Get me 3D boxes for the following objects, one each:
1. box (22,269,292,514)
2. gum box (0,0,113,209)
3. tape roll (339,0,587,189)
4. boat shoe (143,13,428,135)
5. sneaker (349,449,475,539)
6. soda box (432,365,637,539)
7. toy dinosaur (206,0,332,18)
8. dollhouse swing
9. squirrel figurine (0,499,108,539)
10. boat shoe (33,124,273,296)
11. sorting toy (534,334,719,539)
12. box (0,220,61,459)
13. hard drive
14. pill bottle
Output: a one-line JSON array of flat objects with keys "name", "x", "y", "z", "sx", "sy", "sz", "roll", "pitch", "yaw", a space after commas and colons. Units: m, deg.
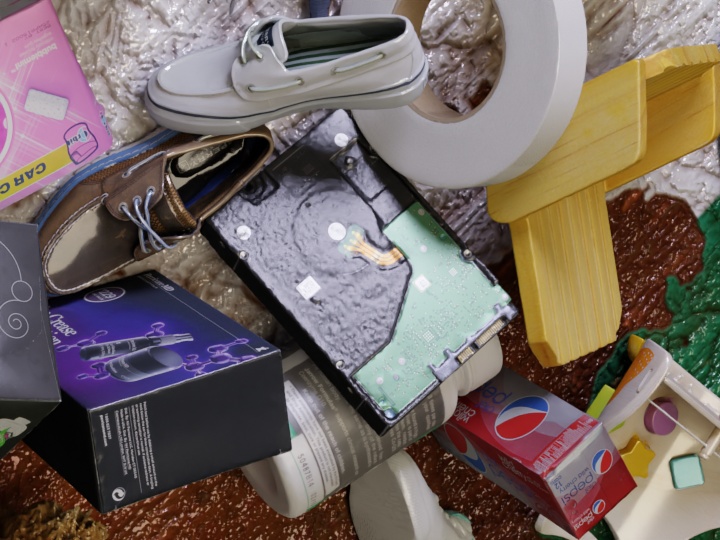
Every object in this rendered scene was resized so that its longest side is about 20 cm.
[{"name": "box", "x": -0.154, "y": 0.076, "z": 1.428, "sx": 0.140, "sy": 0.200, "sz": 0.080, "roll": -14, "pitch": 112, "yaw": -27}, {"name": "gum box", "x": -0.267, "y": -0.094, "z": 1.386, "sx": 0.199, "sy": 0.066, "sz": 0.114, "roll": -31, "pitch": 118, "yaw": -20}, {"name": "tape roll", "x": 0.068, "y": -0.158, "z": 1.490, "sx": 0.037, "sy": 0.202, "sz": 0.205, "roll": -9, "pitch": 111, "yaw": -48}, {"name": "boat shoe", "x": -0.054, "y": -0.146, "z": 1.453, "sx": 0.198, "sy": 0.074, "sz": 0.067, "roll": -8, "pitch": 141, "yaw": 4}, {"name": "sneaker", "x": 0.053, "y": 0.209, "z": 1.683, "sx": 0.088, "sy": 0.075, "sz": 0.201, "roll": -36, "pitch": 127, "yaw": -31}, {"name": "soda box", "x": 0.119, "y": 0.126, "z": 1.608, "sx": 0.063, "sy": 0.200, "sz": 0.070, "roll": -39, "pitch": 121, "yaw": -13}, {"name": "toy dinosaur", "x": -0.009, "y": -0.237, "z": 1.490, "sx": 0.200, "sy": 0.105, "sz": 0.182, "roll": -42, "pitch": 143, "yaw": -28}, {"name": "dollhouse swing", "x": 0.200, "y": -0.048, "z": 1.568, "sx": 0.200, "sy": 0.181, "sz": 0.177, "roll": -14, "pitch": 80, "yaw": -64}, {"name": "squirrel figurine", "x": -0.216, "y": 0.258, "z": 1.456, "sx": 0.141, "sy": 0.186, "sz": 0.202, "roll": -24, "pitch": 116, "yaw": -22}, {"name": "boat shoe", "x": -0.146, "y": -0.050, "z": 1.470, "sx": 0.200, "sy": 0.072, "sz": 0.072, "roll": -41, "pitch": 122, "yaw": -14}, {"name": "sorting toy", "x": 0.232, "y": 0.168, "z": 1.758, "sx": 0.200, "sy": 0.107, "sz": 0.180, "roll": 37, "pitch": 92, "yaw": -34}, {"name": "box", "x": -0.295, "y": 0.061, "z": 1.323, "sx": 0.147, "sy": 0.200, "sz": 0.125, "roll": 3, "pitch": 64, "yaw": -32}, {"name": "hard drive", "x": 0.000, "y": 0.000, "z": 1.525, "sx": 0.140, "sy": 0.038, "sz": 0.200, "roll": -41, "pitch": 83, "yaw": -20}, {"name": "pill bottle", "x": 0.000, "y": 0.086, "z": 1.577, "sx": 0.199, "sy": 0.113, "sz": 0.114, "roll": -31, "pitch": 119, "yaw": -19}]
